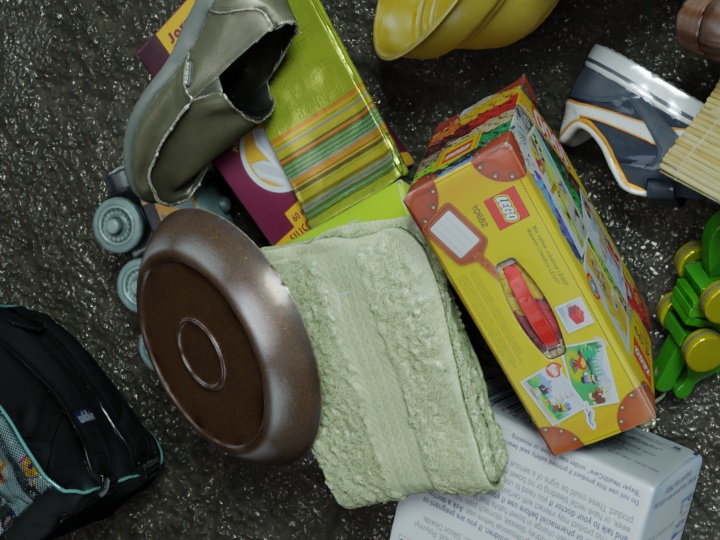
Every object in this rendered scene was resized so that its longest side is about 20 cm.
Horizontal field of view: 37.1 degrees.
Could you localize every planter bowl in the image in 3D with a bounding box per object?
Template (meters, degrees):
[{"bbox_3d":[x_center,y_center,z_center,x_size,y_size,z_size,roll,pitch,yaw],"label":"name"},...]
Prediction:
[{"bbox_3d":[0.094,-0.217,0.734,0.083,0.201,0.202,25,112,-20],"label":"planter bowl"}]

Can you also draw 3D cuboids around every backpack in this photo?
[{"bbox_3d":[-0.292,0.135,0.927,0.153,0.175,0.202,-37,80,19],"label":"backpack"}]

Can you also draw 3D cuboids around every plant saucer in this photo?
[{"bbox_3d":[-0.106,0.055,0.775,0.199,0.032,0.203,27,129,38],"label":"plant saucer"}]

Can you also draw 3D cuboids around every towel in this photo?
[{"bbox_3d":[-0.046,-0.136,0.772,0.085,0.018,0.202,-29,86,21],"label":"towel"},{"bbox_3d":[0.011,0.067,0.732,0.146,0.036,0.203,-13,102,28],"label":"towel"}]

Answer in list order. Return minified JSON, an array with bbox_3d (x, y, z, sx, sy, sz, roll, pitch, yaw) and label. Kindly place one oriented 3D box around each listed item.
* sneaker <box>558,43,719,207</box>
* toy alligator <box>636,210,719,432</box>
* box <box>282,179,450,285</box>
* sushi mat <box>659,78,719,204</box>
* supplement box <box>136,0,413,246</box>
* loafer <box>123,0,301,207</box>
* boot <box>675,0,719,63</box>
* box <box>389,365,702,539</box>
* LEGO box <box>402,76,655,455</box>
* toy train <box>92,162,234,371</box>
[{"bbox_3d":[0.226,-0.075,0.730,0.199,0.078,0.080,35,105,26],"label":"sneaker"},{"bbox_3d":[0.242,0.049,0.759,0.053,0.060,0.203,3,121,-11],"label":"toy alligator"},{"bbox_3d":[0.000,0.000,0.809,0.198,0.121,0.048,-27,66,23],"label":"box"},{"bbox_3d":[0.261,-0.062,0.609,0.096,0.012,0.200,-54,37,6],"label":"sushi mat"},{"bbox_3d":[-0.066,-0.126,0.838,0.110,0.085,0.201,-40,83,23],"label":"supplement box"},{"bbox_3d":[-0.105,-0.119,0.756,0.070,0.075,0.201,44,123,22],"label":"loafer"},{"bbox_3d":[0.307,-0.154,0.604,0.186,0.200,0.065,-39,123,-5],"label":"boot"},{"bbox_3d":[0.125,0.200,0.783,0.182,0.104,0.204,21,106,32],"label":"box"},{"bbox_3d":[0.119,-0.007,0.717,0.076,0.149,0.202,-25,107,23],"label":"LEGO box"},{"bbox_3d":[-0.143,-0.002,0.897,0.112,0.085,0.203,-22,89,12],"label":"toy train"}]
